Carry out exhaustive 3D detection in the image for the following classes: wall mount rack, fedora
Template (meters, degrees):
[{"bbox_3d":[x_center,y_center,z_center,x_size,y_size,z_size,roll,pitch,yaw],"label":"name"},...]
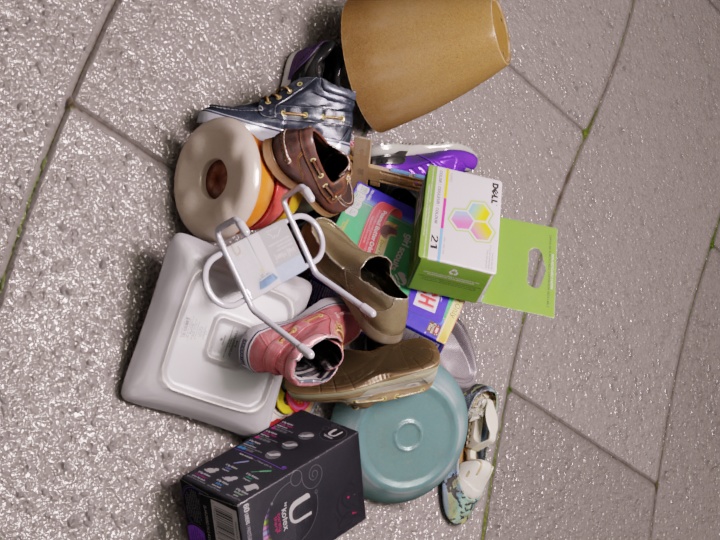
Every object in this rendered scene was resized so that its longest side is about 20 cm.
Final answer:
[{"bbox_3d":[-0.077,0.005,1.301,0.199,0.074,0.176,-30,96,-45],"label":"wall mount rack"},{"bbox_3d":[0.097,0.116,1.585,0.201,0.090,0.178,49,53,-23],"label":"fedora"}]

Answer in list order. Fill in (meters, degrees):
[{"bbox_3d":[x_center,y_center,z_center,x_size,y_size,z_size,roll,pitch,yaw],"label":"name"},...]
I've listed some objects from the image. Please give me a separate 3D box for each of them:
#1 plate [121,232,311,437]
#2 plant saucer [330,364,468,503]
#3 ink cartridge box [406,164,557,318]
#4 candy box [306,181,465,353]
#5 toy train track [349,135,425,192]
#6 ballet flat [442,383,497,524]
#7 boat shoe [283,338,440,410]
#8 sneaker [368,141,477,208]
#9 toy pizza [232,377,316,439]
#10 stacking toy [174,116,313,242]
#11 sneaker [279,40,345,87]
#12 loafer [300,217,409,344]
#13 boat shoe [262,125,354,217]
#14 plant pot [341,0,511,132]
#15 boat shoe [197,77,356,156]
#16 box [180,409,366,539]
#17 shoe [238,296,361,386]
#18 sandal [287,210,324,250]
[{"bbox_3d":[-0.159,0.081,1.348,0.198,0.032,0.203,21,85,-31],"label":"plate"},{"bbox_3d":[0.057,0.212,1.504,0.197,0.036,0.204,-3,99,-18],"label":"plant saucer"},{"bbox_3d":[0.167,-0.037,1.475,0.196,0.076,0.150,12,56,-5],"label":"ink cartridge box"},{"bbox_3d":[0.046,0.004,1.514,0.198,0.077,0.171,26,59,1],"label":"candy box"},{"bbox_3d":[0.044,-0.134,1.552,0.197,0.116,0.033,14,47,8],"label":"toy train track"},{"bbox_3d":[0.159,0.256,1.626,0.074,0.074,0.203,21,67,-37],"label":"ballet flat"},{"bbox_3d":[0.003,0.140,1.433,0.196,0.067,0.075,-7,43,-6],"label":"boat shoe"},{"bbox_3d":[0.087,-0.129,1.649,0.197,0.069,0.101,-4,85,-34],"label":"sneaker"},{"bbox_3d":[-0.117,0.111,1.434,0.198,0.031,0.204,11,74,-40],"label":"toy pizza"},{"bbox_3d":[-0.117,-0.101,1.419,0.198,0.145,0.149,7,76,-49],"label":"stacking toy"},{"bbox_3d":[-0.069,-0.213,1.510,0.075,0.087,0.203,23,66,-36],"label":"sneaker"},{"bbox_3d":[0.000,0.000,1.400,0.075,0.068,0.201,-4,46,-50],"label":"loafer"},{"bbox_3d":[-0.045,-0.119,1.398,0.200,0.069,0.072,29,45,-65],"label":"boat shoe"},{"bbox_3d":[0.098,-0.301,1.563,0.186,0.197,0.190,-10,90,-69],"label":"plant pot"},{"bbox_3d":[-0.103,-0.203,1.447,0.197,0.071,0.093,10,90,-16],"label":"boat shoe"},{"bbox_3d":[-0.097,0.266,1.346,0.199,0.105,0.124,-25,119,-42],"label":"box"},{"bbox_3d":[-0.043,0.087,1.353,0.199,0.090,0.073,-15,115,-48],"label":"shoe"},{"bbox_3d":[-0.103,-0.021,1.449,0.199,0.074,0.046,-38,108,-43],"label":"sandal"}]
